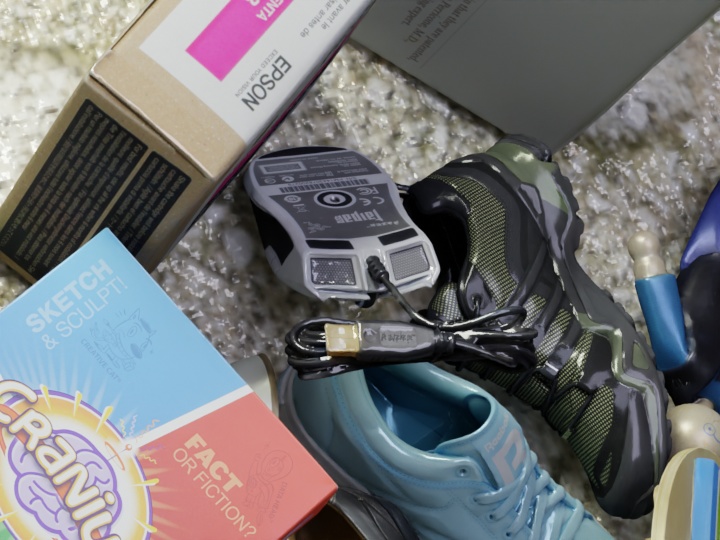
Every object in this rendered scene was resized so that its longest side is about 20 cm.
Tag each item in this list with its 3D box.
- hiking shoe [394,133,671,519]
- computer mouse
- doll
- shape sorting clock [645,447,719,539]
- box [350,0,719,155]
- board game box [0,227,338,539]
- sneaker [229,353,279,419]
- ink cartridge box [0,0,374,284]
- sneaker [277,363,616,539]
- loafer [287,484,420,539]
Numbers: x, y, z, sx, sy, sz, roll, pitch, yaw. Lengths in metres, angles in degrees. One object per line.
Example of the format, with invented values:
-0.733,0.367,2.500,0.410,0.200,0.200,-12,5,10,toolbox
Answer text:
0.075,0.036,1.398,0.101,0.076,0.200,-17,70,-20,hiking shoe
0.000,0.000,1.335,0.109,0.044,0.200,-7,28,-15,computer mouse
0.180,0.022,1.451,0.136,0.048,0.200,45,49,-30,doll
0.166,0.181,1.334,0.200,0.039,0.200,42,40,-51,shape sorting clock
0.099,-0.207,1.433,0.171,0.200,0.199,31,57,-10,box
-0.132,0.100,1.209,0.200,0.040,0.153,-41,85,-25,board game box
-0.083,0.132,1.272,0.090,0.067,0.201,3,70,-13,sneaker
-0.067,-0.088,1.312,0.075,0.165,0.200,40,56,-2,ink cartridge box
0.054,0.099,1.343,0.200,0.082,0.074,33,58,-11,sneaker
0.015,0.177,1.259,0.200,0.073,0.072,58,11,32,loafer
